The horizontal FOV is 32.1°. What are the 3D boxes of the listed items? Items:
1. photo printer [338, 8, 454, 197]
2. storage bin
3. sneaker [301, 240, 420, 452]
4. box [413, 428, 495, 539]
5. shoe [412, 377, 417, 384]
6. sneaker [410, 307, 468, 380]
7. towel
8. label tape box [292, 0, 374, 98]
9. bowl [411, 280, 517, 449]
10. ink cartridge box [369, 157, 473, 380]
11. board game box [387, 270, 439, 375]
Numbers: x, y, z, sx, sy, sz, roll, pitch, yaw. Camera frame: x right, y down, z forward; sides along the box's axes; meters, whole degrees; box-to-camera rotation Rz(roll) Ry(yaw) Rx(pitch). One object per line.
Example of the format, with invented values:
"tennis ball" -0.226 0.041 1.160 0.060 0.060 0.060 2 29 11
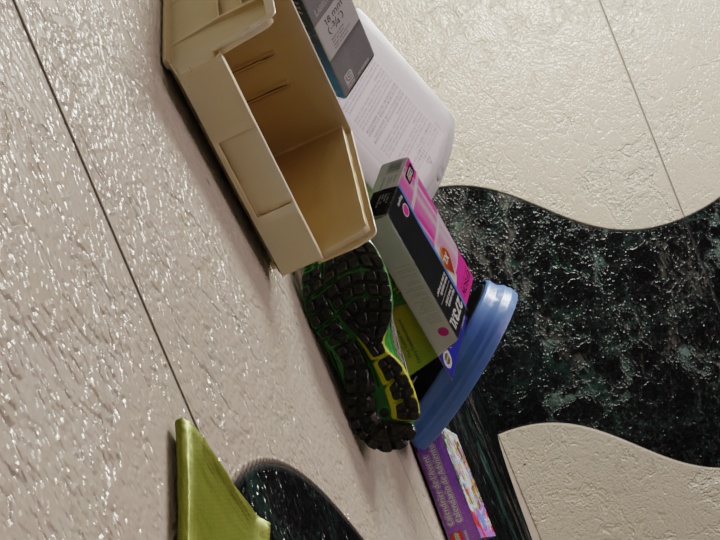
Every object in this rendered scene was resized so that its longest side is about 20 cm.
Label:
"photo printer" 0.010 -0.149 1.308 0.200 0.069 0.168 44 56 -25
"storage bin" -0.074 -0.133 1.000 0.200 0.093 0.202 -104 170 -56
"sneaker" -0.003 0.058 1.108 0.085 0.077 0.203 -142 -142 -89
"box" 0.113 0.262 1.504 0.200 0.039 0.139 47 21 -74
"shoe" 0.053 0.088 1.527 0.070 0.053 0.202 61 9 -48
"sneaker" 0.051 0.054 1.377 0.095 0.080 0.200 37 -25 1
"towel" -0.052 0.153 0.521 0.201 0.018 0.087 -104 171 -56
"label tape box" -0.084 -0.261 1.152 0.143 0.064 0.201 20 -25 32
"bowl" 0.103 0.099 1.365 0.039 0.202 0.201 32 8 0
"ink cartridge box" 0.066 -0.001 1.203 0.201 0.037 0.095 61 30 -29
"board game box" 0.000 0.000 1.223 0.202 0.047 0.101 64 -14 -21
